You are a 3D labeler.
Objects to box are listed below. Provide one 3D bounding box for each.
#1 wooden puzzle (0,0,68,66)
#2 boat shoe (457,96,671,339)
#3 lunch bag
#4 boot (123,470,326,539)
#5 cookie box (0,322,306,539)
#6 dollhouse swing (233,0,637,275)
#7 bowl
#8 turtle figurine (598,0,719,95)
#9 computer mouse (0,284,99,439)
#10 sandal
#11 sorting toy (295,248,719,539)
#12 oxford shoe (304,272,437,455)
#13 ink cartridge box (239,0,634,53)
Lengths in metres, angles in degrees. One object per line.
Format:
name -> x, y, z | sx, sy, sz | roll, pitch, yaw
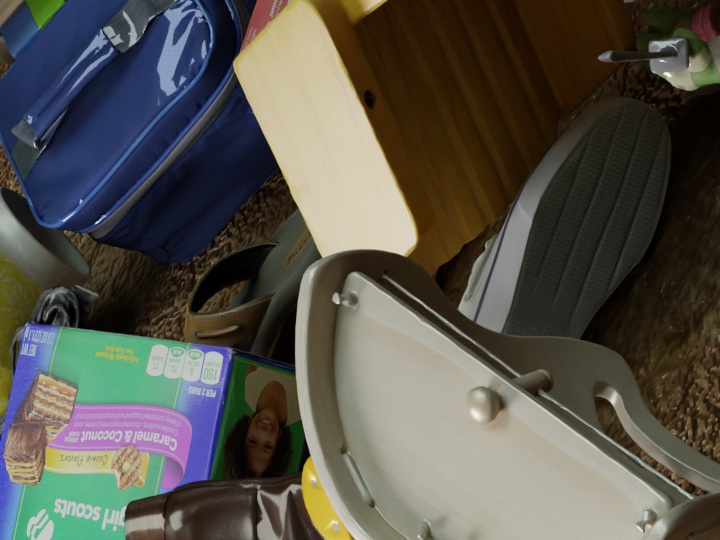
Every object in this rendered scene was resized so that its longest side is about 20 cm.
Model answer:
wooden puzzle -> -0.137, -0.177, 1.661 | 0.185, 0.200, 0.046 | -45, 57, 22
boat shoe -> 0.080, 0.004, 1.273 | 0.067, 0.073, 0.201 | 16, 76, 60
lunch bag -> -0.134, -0.104, 1.598 | 0.200, 0.132, 0.136 | -46, 51, 22
boot -> 0.002, 0.172, 1.245 | 0.199, 0.187, 0.064 | -14, 12, 16
cookie box -> -0.121, 0.138, 1.382 | 0.171, 0.075, 0.201 | 5, 81, 44
dollhouse swing -> 0.078, -0.111, 1.198 | 0.175, 0.182, 0.200 | -11, 21, 43
bowl -> -0.231, 0.013, 1.617 | 0.108, 0.200, 0.200 | -45, 32, 7
turtle figurine -> 0.167, -0.155, 1.192 | 0.194, 0.199, 0.145 | 152, 110, -76
computer mouse -> -0.132, 0.102, 1.489 | 0.200, 0.053, 0.139 | 27, 95, 41
sandal -> -0.066, 0.019, 1.479 | 0.200, 0.054, 0.082 | -53, 27, 35
sorting toy -> 0.091, 0.077, 1.073 | 0.200, 0.180, 0.107 | 36, 119, 35
oxford shoe -> 0.000, 0.000, 1.395 | 0.071, 0.074, 0.201 | 4, 67, 56
ink cartridge box -> 0.040, -0.129, 1.409 | 0.200, 0.116, 0.068 | -13, 53, 52
